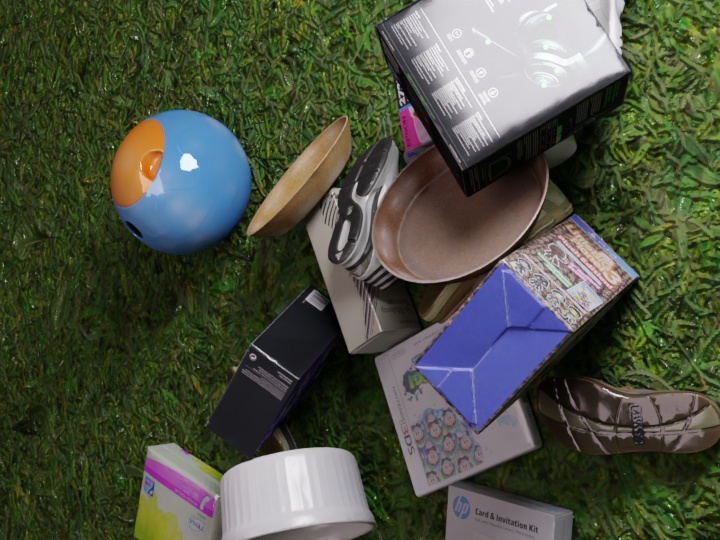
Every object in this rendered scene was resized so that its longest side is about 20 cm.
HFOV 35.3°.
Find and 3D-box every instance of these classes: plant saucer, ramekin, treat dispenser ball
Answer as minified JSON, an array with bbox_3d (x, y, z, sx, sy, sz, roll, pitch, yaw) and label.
[{"bbox_3d":[0.105,-0.061,1.155,0.198,0.035,0.202,-20,45,21],"label":"plant saucer"},{"bbox_3d":[-0.086,0.295,1.438,0.200,0.199,0.099,-30,61,41],"label":"ramekin"},{"bbox_3d":[-0.253,-0.125,1.598,0.199,0.199,0.204,0,90,45],"label":"treat dispenser ball"},{"bbox_3d":[-0.071,-0.113,1.462,0.035,0.201,0.200,40,129,-13],"label":"plant saucer"}]

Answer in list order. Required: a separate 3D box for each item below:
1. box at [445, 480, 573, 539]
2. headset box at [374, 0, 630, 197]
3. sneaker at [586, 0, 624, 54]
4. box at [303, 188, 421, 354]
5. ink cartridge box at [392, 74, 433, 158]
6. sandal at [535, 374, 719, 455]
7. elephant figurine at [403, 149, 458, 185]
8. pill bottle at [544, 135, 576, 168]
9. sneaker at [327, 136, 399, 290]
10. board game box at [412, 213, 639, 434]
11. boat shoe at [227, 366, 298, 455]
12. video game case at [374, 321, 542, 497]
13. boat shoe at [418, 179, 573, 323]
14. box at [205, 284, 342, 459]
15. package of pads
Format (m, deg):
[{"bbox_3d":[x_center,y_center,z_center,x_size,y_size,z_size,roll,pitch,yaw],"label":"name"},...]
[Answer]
[{"bbox_3d":[0.163,0.358,1.289,0.155,0.041,0.203,7,94,45],"label":"box"},{"bbox_3d":[0.143,-0.204,1.101,0.198,0.093,0.175,-31,75,1],"label":"headset box"},{"bbox_3d":[0.231,-0.250,1.180,0.081,0.075,0.203,9,86,3],"label":"sneaker"},{"bbox_3d":[0.000,0.000,1.427,0.068,0.082,0.202,-36,67,38],"label":"box"},{"bbox_3d":[0.080,-0.190,1.256,0.200,0.037,0.096,163,98,-66],"label":"ink cartridge box"},{"bbox_3d":[0.278,0.147,1.169,0.198,0.054,0.083,-3,94,31],"label":"sandal"},{"bbox_3d":[0.085,-0.058,1.310,0.198,0.154,0.144,14,115,44],"label":"elephant figurine"},{"bbox_3d":[0.166,-0.211,1.236,0.111,0.110,0.203,-31,69,41],"label":"pill bottle"},{"bbox_3d":[0.032,-0.062,1.403,0.075,0.115,0.203,-23,41,44],"label":"sneaker"},{"bbox_3d":[0.172,0.050,1.155,0.097,0.199,0.160,45,122,12],"label":"board game box"},{"bbox_3d":[-0.122,0.189,1.538,0.201,0.065,0.073,45,141,51],"label":"boat shoe"},{"bbox_3d":[0.112,0.154,1.353,0.199,0.023,0.184,-32,68,40],"label":"video game case"},{"bbox_3d":[0.142,-0.015,1.182,0.201,0.063,0.073,-49,10,-13],"label":"boat shoe"},{"bbox_3d":[-0.100,0.125,1.440,0.078,0.200,0.142,36,118,4],"label":"box"},{"bbox_3d":[-0.259,0.369,1.697,0.199,0.068,0.157,20,104,44],"label":"package of pads"}]
